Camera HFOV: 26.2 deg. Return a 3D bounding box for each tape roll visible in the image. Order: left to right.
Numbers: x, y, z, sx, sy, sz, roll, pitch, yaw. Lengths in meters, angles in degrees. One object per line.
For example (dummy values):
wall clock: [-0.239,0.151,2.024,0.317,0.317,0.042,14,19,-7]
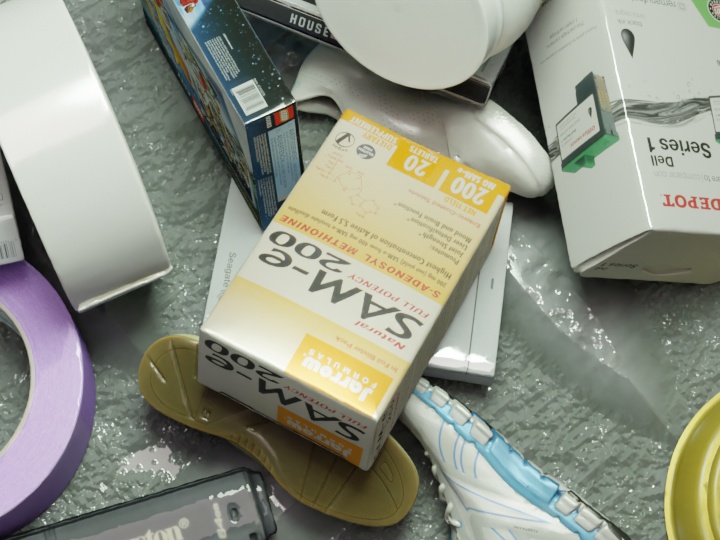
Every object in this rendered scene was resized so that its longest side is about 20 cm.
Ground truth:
tape roll: [-0.277,0.081,1.018,0.198,0.066,0.202,1,72,-2]
tape roll: [-0.190,-0.077,0.999,0.070,0.203,0.204,-23,75,-9]

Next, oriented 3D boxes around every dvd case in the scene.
dvd case: [0.016,-0.192,1.091,0.199,0.025,0.151,23,38,5]

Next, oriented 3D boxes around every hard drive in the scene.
hard drive: [0.000,0.000,1.064,0.198,0.027,0.133,9,65,1]

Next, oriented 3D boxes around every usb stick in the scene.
usb stick: [-0.154,0.179,1.008,0.198,0.033,0.056,-16,74,-7]

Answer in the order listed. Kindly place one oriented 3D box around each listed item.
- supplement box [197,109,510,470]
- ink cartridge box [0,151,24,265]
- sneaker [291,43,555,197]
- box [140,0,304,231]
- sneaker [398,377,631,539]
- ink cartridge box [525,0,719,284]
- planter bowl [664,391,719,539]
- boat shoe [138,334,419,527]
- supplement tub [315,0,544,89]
supplement box: [-0.002,0.008,0.991,0.125,0.074,0.201,25,58,9]
ink cartridge box: [-0.287,-0.060,1.037,0.099,0.039,0.200,-13,36,-11]
sneaker: [0.039,-0.092,1.082,0.199,0.075,0.089,33,76,19]
box: [-0.098,-0.143,1.037,0.037,0.137,0.201,-26,65,-10]
sneaker: [0.075,0.146,1.009,0.200,0.075,0.087,39,92,16]
ink cartridge box: [0.202,-0.101,1.051,0.145,0.084,0.202,2,70,-34]
planter bowl: [0.304,0.151,1.006,0.199,0.084,0.202,0,73,-1]
boat shoe: [-0.051,0.102,1.025,0.199,0.063,0.074,25,95,3]
supplement tub: [0.068,-0.227,0.998,0.144,0.145,0.200,29,55,7]
